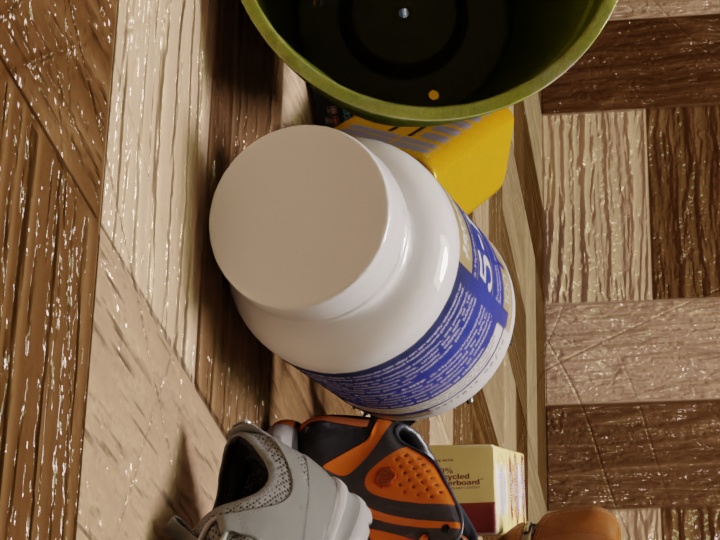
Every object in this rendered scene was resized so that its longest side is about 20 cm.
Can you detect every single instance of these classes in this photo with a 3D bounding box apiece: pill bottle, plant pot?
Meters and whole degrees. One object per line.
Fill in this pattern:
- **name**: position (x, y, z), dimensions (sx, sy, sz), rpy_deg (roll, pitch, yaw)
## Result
- **pill bottle**: position (0.000, 0.000, 1.102), dimensions (0.200, 0.120, 0.120), rpy_deg (41, 46, -68)
- **plant pot**: position (0.030, -0.159, 1.162), dimensions (0.193, 0.200, 0.201), rpy_deg (105, -16, -82)

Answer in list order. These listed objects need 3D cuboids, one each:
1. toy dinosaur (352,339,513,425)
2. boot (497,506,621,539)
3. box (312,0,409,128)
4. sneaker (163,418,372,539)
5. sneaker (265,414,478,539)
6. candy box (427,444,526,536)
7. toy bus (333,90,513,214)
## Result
- **toy dinosaur**: position (0.006, 0.030, 1.315), dimensions (0.136, 0.102, 0.200), rpy_deg (54, 32, -12)
- **boot**: position (0.060, 0.209, 1.202), dimensions (0.155, 0.200, 0.074), rpy_deg (-83, 154, -55)
- **box**: position (0.009, -0.107, 1.454), dimensions (0.159, 0.046, 0.200), rpy_deg (-83, 167, -46)
- **sneaker**: position (-0.061, 0.143, 0.928), dimensions (0.082, 0.075, 0.200), rpy_deg (46, 30, -15)
- **sneaker**: position (0.005, 0.168, 1.128), dimensions (0.078, 0.112, 0.200), rpy_deg (63, 26, -69)
- **candy box**: position (0.036, 0.136, 1.329), dimensions (0.200, 0.115, 0.055), rpy_deg (37, 52, -79)
- **toy bus**: position (0.024, -0.057, 1.296), dimensions (0.200, 0.078, 0.065), rpy_deg (-38, 141, -64)
